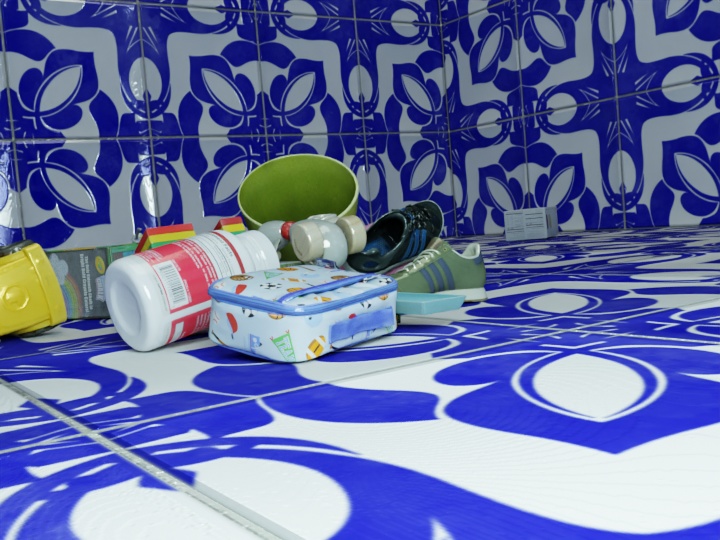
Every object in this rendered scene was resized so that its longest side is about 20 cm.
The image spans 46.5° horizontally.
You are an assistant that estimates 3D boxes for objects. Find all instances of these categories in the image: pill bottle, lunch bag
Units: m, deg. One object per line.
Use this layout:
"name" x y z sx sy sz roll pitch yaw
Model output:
"pill bottle" -0.201 0.015 1.029 0.199 0.113 0.112 -21 13 -40
"lunch bag" -0.053 0.040 0.901 0.159 0.076 0.199 8 14 36

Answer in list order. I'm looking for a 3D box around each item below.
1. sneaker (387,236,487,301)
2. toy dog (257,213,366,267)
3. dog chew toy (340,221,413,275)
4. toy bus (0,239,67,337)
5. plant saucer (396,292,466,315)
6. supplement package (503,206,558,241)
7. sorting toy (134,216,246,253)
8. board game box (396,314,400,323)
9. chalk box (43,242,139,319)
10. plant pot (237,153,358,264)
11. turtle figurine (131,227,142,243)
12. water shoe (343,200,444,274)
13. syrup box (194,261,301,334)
"sneaker" 0.095 -0.002 1.176 0.199 0.091 0.067 0 1 -31
"toy dog" -0.068 -0.020 1.113 0.131 0.097 0.200 -7 6 -13
"dog chew toy" 0.000 0.000 1.243 0.199 0.126 0.124 -19 12 -39
"toy bus" -0.562 0.052 1.231 0.199 0.137 0.191 -4 19 44
"plant saucer" 0.035 0.038 1.005 0.069 0.019 0.199 -7 4 -37
"supplement package" 0.634 -0.174 3.099 0.154 0.112 0.200 -4 4 26
"sorting toy" -0.256 -0.003 1.248 0.199 0.070 0.199 -11 -21 -34
"board game box" -0.057 0.062 1.053 0.198 0.024 0.105 -5 6 -11
"chalk box" -0.443 0.017 1.482 0.198 0.126 0.124 -2 4 21
"plant pot" -0.089 -0.049 1.341 0.185 0.201 0.188 -2 43 2
"turtle figurine" -0.487 -0.003 1.708 0.192 0.145 0.200 -8 -1 21
"water shoe" 0.061 -0.052 1.180 0.200 0.072 0.079 -37 -13 -36
"syrup box" -0.180 0.036 1.171 0.199 0.080 0.081 -8 5 -37
